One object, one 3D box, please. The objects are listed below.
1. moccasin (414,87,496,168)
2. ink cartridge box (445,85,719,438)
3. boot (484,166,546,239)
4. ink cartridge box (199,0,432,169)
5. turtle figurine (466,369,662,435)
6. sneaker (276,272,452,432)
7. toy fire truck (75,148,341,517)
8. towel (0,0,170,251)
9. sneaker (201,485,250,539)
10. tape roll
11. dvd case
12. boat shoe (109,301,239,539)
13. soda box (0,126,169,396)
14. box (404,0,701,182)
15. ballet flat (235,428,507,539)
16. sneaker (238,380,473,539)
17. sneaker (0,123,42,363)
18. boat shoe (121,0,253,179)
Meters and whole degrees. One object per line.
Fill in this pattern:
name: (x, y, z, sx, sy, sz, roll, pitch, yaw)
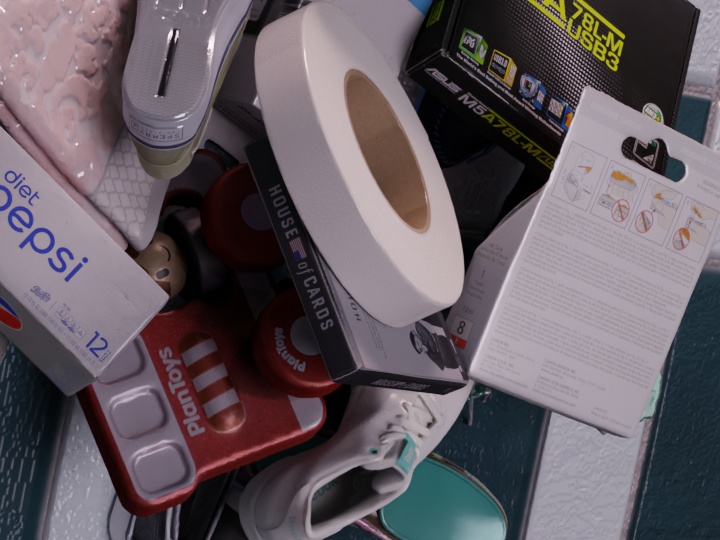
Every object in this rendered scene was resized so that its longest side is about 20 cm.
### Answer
moccasin: (0.112, -0.144, 1.897, 0.200, 0.068, 0.081, -48, 133, -27)
ink cartridge box: (0.149, -0.006, 1.783, 0.162, 0.050, 0.201, 22, 88, -38)
boot: (0.142, -0.056, 1.886, 0.201, 0.072, 0.166, -62, 178, 10)
ink cartridge box: (-0.034, -0.139, 1.737, 0.116, 0.066, 0.201, 35, 76, -48)
turtle figurine: (0.138, 0.067, 1.945, 0.148, 0.200, 0.102, 6, 88, -15)
sneaker: (0.019, 0.039, 1.839, 0.121, 0.083, 0.201, -48, 141, -20)
toy fire truck: (-0.106, 0.032, 1.660, 0.167, 0.112, 0.201, -20, 81, -25)
towel: (-0.150, -0.142, 1.592, 0.191, 0.032, 0.201, 54, 44, -42)
sneaker: (-0.069, 0.226, 1.824, 0.099, 0.071, 0.200, -48, 143, -6)
tape roll: (0.001, -0.064, 1.630, 0.203, 0.037, 0.204, 53, 22, -33)
dvd case: (0.000, 0.000, 1.646, 0.200, 0.025, 0.151, 13, 54, -68)
boat shoe: (-0.096, 0.098, 1.743, 0.072, 0.068, 0.201, 29, 80, -48)
soda box: (-0.204, -0.026, 1.511, 0.200, 0.063, 0.068, 45, 65, -7)
box: (0.134, -0.156, 1.835, 0.200, 0.047, 0.194, 36, 52, -23)
ballet flat: (0.002, 0.146, 1.822, 0.199, 0.071, 0.070, 19, 77, -17)
sneaker: (0.017, 0.114, 1.741, 0.200, 0.088, 0.075, -43, 109, -25)
sneaker: (-0.204, 0.011, 1.588, 0.082, 0.074, 0.201, 33, 77, -45)
boat shoe: (-0.103, -0.143, 1.592, 0.062, 0.071, 0.201, 103, 3, -53)
